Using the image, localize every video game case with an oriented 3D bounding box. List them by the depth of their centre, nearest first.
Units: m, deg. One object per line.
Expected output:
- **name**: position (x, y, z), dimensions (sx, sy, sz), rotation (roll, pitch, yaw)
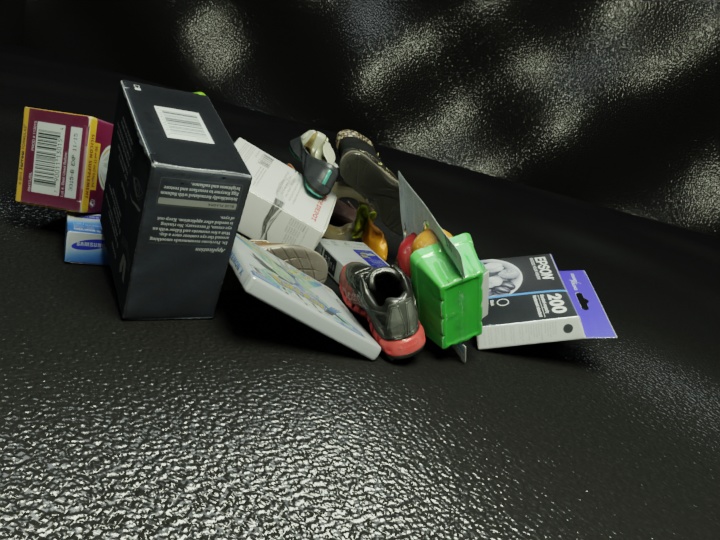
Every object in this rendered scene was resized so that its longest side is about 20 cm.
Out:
- **video game case**: position (-0.082, 0.025, 0.802), dimensions (0.198, 0.022, 0.182), rotation (32, 7, -32)

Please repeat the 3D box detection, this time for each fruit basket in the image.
- **fruit basket**: position (0.099, -0.008, 0.854), dimensions (0.091, 0.189, 0.202), rotation (-14, 39, -7)

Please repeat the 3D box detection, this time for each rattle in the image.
- **rattle**: position (-0.053, -0.095, 1.156), dimensions (0.198, 0.128, 0.146), rotation (33, 42, -37)

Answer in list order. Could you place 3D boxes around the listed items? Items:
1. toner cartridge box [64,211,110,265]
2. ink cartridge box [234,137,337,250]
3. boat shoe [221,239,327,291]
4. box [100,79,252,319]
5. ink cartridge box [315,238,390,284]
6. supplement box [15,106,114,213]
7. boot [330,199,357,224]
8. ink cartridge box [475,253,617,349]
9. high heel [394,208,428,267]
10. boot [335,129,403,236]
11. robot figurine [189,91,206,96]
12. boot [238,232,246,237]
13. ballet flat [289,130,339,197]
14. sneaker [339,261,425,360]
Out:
- **toner cartridge box**: position (-0.312, -0.040, 0.906), dimensions (0.194, 0.045, 0.095), rotation (4, 18, -28)
- **ink cartridge box**: position (-0.149, -0.114, 1.063), dimensions (0.196, 0.084, 0.148), rotation (30, 30, -9)
- **boat shoe**: position (-0.140, -0.012, 0.909), dimensions (0.195, 0.078, 0.072), rotation (7, 16, -28)
- **box**: position (-0.230, -0.083, 0.765), dimensions (0.114, 0.204, 0.198), rotation (2, 37, -33)
- **ink cartridge box**: position (0.000, 0.000, 1.040), dimensions (0.097, 0.040, 0.200), rotation (6, 18, -26)
- **supplement box**: position (-0.408, -0.155, 0.957), dimensions (0.100, 0.136, 0.200), rotation (8, 5, 3)
- **boot**: position (-0.091, -0.148, 1.411), dimensions (0.163, 0.074, 0.200), rotation (21, 13, -23)
- **ink cartridge box**: position (0.262, 0.039, 0.960), dimensions (0.193, 0.045, 0.200), rotation (-5, 28, 7)
- **high heel**: position (0.102, -0.051, 1.097), dimensions (0.069, 0.147, 0.200), rotation (15, 17, 5)
- **boot**: position (0.029, -0.159, 1.130), dimensions (0.198, 0.073, 0.152), rotation (37, 18, -28)
- **robot figurine**: position (-0.290, -0.190, 0.997), dimensions (0.112, 0.182, 0.200), rotation (7, 0, 10)
- **boot**: position (-0.221, -0.118, 1.174), dimensions (0.136, 0.080, 0.197), rotation (-11, 29, -44)
- **ballet flat**: position (-0.076, -0.200, 1.114), dimensions (0.071, 0.075, 0.202), rotation (7, 30, -21)
- **sneaker**: position (0.022, 0.026, 0.838), dimensions (0.069, 0.100, 0.201), rotation (-19, 33, -15)
